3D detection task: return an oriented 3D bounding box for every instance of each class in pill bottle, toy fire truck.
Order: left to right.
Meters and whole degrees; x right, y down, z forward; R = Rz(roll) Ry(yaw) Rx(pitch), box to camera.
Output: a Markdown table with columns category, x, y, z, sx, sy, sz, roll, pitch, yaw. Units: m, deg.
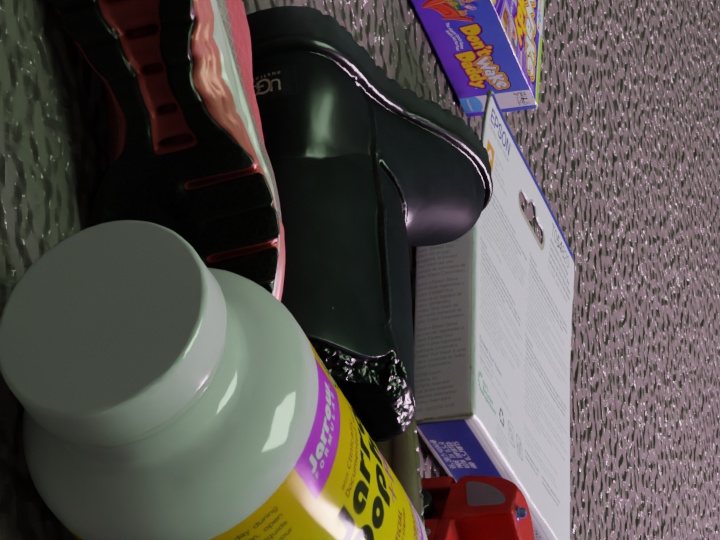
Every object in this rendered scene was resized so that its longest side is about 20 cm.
| category | x | y | z | sx | sy | sz | roll | pitch | yaw |
| --- | --- | --- | --- | --- | --- | --- | --- | --- | --- |
| pill bottle | -0.051 | 0.068 | 0.809 | 0.200 | 0.104 | 0.105 | 60 | 30 | -51 |
| toy fire truck | 0.071 | 0.165 | 1.087 | 0.200 | 0.140 | 0.049 | -66 | 146 | -56 |

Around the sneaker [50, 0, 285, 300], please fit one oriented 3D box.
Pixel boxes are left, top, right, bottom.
| category | x | y | z | sx | sy | sz | roll | pitch | yaw |
| --- | --- | --- | --- | --- | --- | --- | --- | --- | --- |
| sneaker | -0.060 | -0.060 | 0.870 | 0.087 | 0.073 | 0.201 | -42 | 124 | -69 |

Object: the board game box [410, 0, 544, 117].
| category | x | y | z | sx | sy | sz | roll | pitch | yaw |
| --- | --- | --- | --- | --- | --- | --- | --- | --- | --- |
| board game box | 0.069 | -0.210 | 1.346 | 0.135 | 0.044 | 0.201 | 59 | 31 | -52 |

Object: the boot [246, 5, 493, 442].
| category | x | y | z | sx | sy | sz | roll | pitch | yaw |
| --- | --- | --- | --- | --- | --- | --- | --- | --- | --- |
| boot | 0.000 | 0.000 | 1.019 | 0.200 | 0.076 | 0.169 | 39 | 44 | -56 |

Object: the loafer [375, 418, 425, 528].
| category | x | y | z | sx | sy | sz | roll | pitch | yaw |
| --- | --- | --- | --- | --- | --- | --- | --- | --- | --- |
| loafer | -0.004 | 0.118 | 0.995 | 0.201 | 0.067 | 0.076 | -99 | -176 | -52 |

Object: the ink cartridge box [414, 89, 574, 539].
| category | x | y | z | sx | sy | sz | roll | pitch | yaw |
| --- | --- | --- | --- | --- | --- | --- | --- | --- | --- |
| ink cartridge box | 0.077 | 0.036 | 1.301 | 0.200 | 0.040 | 0.201 | 57 | 32 | -54 |
